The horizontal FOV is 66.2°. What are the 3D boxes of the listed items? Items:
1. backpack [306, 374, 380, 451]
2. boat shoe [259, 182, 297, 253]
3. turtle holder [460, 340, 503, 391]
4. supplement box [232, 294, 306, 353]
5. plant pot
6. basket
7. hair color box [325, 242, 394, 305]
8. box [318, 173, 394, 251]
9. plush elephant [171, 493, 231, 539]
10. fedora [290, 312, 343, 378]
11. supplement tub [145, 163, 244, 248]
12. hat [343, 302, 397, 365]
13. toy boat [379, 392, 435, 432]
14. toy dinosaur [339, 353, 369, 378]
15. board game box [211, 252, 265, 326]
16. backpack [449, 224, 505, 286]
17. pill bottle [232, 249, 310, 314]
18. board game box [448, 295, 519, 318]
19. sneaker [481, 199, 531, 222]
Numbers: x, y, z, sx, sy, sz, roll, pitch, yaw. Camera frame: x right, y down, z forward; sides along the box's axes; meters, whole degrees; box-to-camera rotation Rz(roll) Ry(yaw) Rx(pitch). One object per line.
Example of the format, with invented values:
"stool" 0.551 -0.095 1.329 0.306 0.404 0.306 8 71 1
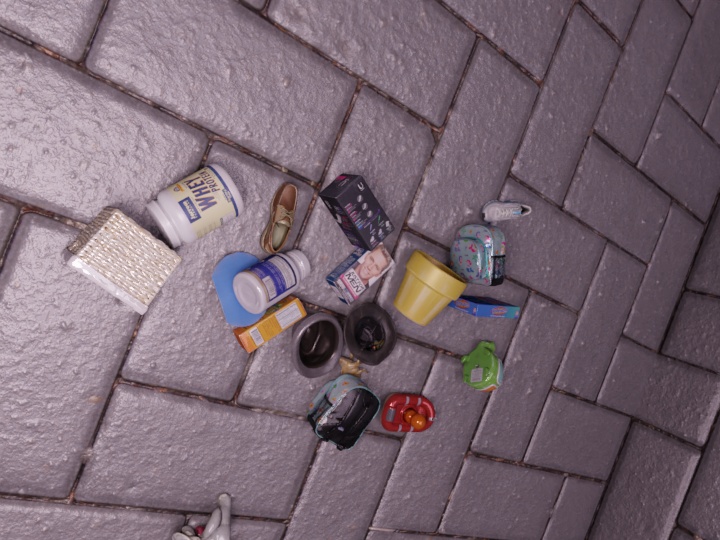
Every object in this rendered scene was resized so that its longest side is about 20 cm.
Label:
"backpack" -0.048 0.421 1.695 0.200 0.153 0.176 -48 121 4
"boat shoe" -0.213 -0.139 1.522 0.075 0.074 0.201 15 93 -32
"turtle holder" 0.446 0.352 2.000 0.131 0.186 0.141 34 115 -31
"supplement box" -0.256 0.148 1.565 0.199 0.066 0.069 -31 112 -22
"plant pot" 0.206 0.063 1.759 0.200 0.201 0.189 28 102 -32
"basket" -0.553 -0.030 1.275 0.200 0.198 0.161 41 75 -30
"hair color box" 0.000 0.000 1.688 0.200 0.060 0.100 -43 119 -17
"box" -0.010 -0.171 1.607 0.106 0.122 0.200 -43 119 -15
"plush elephant" -0.443 0.757 1.542 0.154 0.200 0.166 2 108 -12
"fedora" -0.141 0.206 1.627 0.176 0.090 0.201 -22 121 -27
"supplement tub" -0.406 -0.158 1.361 0.199 0.145 0.146 -34 116 -20
"hat" 0.015 0.194 1.722 0.199 0.081 0.202 1 88 -33
"toy boat" 0.173 0.492 1.857 0.199 0.131 0.131 12 95 -32
"toy dinosaur" -0.029 0.296 1.737 0.101 0.058 0.200 -46 119 -13
"board game box" -0.332 0.051 1.509 0.158 0.039 0.201 -28 107 -45
"backpack" 0.391 -0.056 1.841 0.150 0.177 0.202 2 96 -36
"pill bottle" -0.234 0.022 1.498 0.200 0.119 0.120 -34 118 -44
"board game box" 0.427 0.125 1.916 0.199 0.152 0.045 6 97 -32
"sneaker" 0.516 -0.210 1.934 0.199 0.087 0.076 -14 109 -26
